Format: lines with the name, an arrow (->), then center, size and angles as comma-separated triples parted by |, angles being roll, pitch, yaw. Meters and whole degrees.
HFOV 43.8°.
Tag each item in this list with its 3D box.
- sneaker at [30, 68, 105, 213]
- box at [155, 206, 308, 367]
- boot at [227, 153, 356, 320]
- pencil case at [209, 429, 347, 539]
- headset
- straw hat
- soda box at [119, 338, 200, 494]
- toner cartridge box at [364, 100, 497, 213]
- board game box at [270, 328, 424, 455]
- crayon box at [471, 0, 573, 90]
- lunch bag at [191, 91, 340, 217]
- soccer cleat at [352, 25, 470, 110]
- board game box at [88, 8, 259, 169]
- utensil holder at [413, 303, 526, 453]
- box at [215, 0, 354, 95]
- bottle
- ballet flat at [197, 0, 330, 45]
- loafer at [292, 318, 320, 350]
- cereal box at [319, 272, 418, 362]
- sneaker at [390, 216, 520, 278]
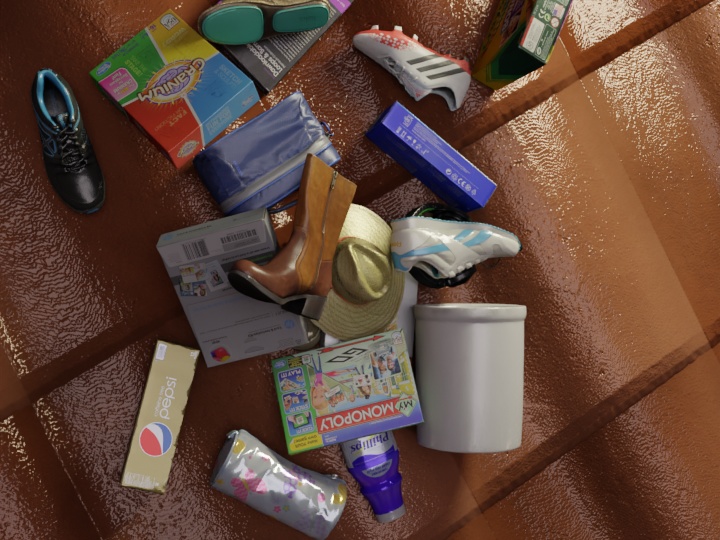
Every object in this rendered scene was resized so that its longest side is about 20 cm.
sneaker -> -0.406, -0.176, 1.224 | 0.072, 0.082, 0.204 | -22, 94, -16
box -> -0.171, 0.027, 1.230 | 0.153, 0.041, 0.203 | -14, 117, 8
boot -> -0.080, -0.052, 1.160 | 0.187, 0.068, 0.204 | 23, 81, -48
pencil case -> -0.116, 0.306, 1.279 | 0.197, 0.083, 0.092 | 28, 96, -11
headset -> 0.149, -0.037, 1.352 | 0.197, 0.093, 0.126 | 6, 75, -37
straw hat -> 0.000, 0.000, 1.269 | 0.197, 0.085, 0.206 | 1, 87, -24
soda box -> -0.279, 0.201, 1.248 | 0.063, 0.068, 0.204 | 15, 84, -13
toner cartridge box -> 0.105, -0.167, 1.352 | 0.199, 0.095, 0.044 | 38, 79, -11
board game box -> -0.019, 0.172, 1.276 | 0.196, 0.029, 0.137 | -14, 76, 2
crayon box -> 0.256, -0.393, 1.361 | 0.057, 0.172, 0.203 | 25, 81, -15
lunch bag -> -0.123, -0.152, 1.268 | 0.198, 0.136, 0.134 | -33, 100, -11
soccer cleat -> 0.078, -0.307, 1.366 | 0.196, 0.068, 0.087 | 17, 79, -18
board game box -> -0.257, -0.254, 1.235 | 0.153, 0.041, 0.200 | -42, 64, -12
utensil holder -> 0.158, 0.152, 1.318 | 0.166, 0.170, 0.205 | 1, 90, -14
box -> -0.124, -0.382, 1.331 | 0.143, 0.036, 0.201 | 44, 77, -9
bottle -> 0.015, 0.269, 1.325 | 0.082, 0.065, 0.204 | -18, 93, -8
ballet flat -> -0.141, -0.367, 1.280 | 0.196, 0.071, 0.066 | -10, 48, -21
loafer -> -0.121, 0.027, 1.295 | 0.075, 0.068, 0.202 | -35, 96, -18
cereal box -> 0.013, 0.060, 1.346 | 0.141, 0.039, 0.205 | 5, 86, -17
sneaker -> 0.135, -0.028, 1.285 | 0.196, 0.076, 0.083 | 3, 85, -15
